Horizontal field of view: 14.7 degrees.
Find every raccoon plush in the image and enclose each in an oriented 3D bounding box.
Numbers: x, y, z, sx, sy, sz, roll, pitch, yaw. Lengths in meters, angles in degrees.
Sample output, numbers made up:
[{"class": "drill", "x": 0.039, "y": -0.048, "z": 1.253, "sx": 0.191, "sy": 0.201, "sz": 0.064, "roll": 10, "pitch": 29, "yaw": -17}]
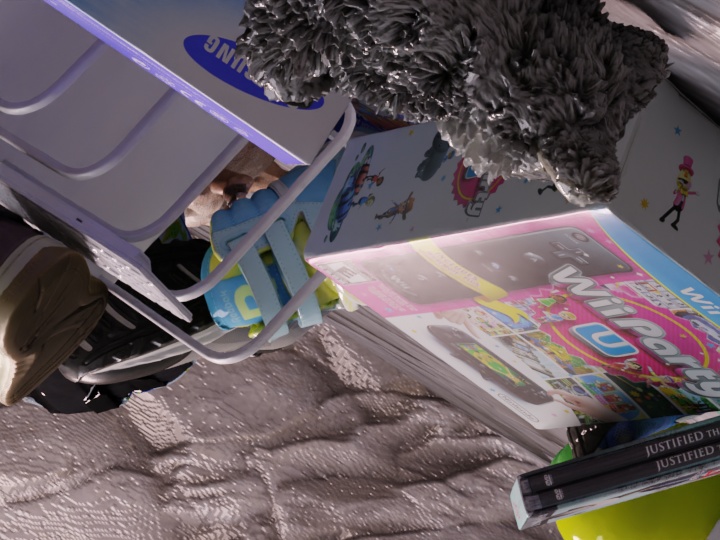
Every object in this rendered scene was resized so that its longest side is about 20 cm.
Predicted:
[{"class": "raccoon plush", "x": 0.033, "y": -0.088, "z": 0.916, "sx": 0.134, "sy": 0.097, "sz": 0.200, "roll": 24, "pitch": 173, "yaw": 12}]

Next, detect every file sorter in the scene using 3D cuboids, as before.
[{"class": "file sorter", "x": -0.094, "y": -0.076, "z": 1.267, "sx": 0.124, "sy": 0.139, "sz": 0.200, "roll": 31, "pitch": 164, "yaw": 44}]

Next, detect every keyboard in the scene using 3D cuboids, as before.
[{"class": "keyboard", "x": -0.155, "y": -0.032, "z": 1.258, "sx": 0.200, "sy": 0.011, "sz": 0.056, "roll": 31, "pitch": 163, "yaw": 34}]

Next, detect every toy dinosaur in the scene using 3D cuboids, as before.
[{"class": "toy dinosaur", "x": -0.094, "y": -0.077, "z": 1.643, "sx": 0.135, "sy": 0.200, "sz": 0.086, "roll": 37, "pitch": 137, "yaw": 18}]

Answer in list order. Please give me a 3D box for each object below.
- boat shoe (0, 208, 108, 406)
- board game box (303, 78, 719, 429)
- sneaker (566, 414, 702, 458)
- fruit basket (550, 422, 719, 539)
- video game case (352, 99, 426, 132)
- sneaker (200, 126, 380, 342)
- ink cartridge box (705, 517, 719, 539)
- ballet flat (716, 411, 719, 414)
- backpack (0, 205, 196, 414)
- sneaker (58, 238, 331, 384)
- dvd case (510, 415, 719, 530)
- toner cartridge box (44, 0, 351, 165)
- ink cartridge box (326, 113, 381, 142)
[{"class": "boat shoe", "x": -0.163, "y": 0.010, "z": 1.280, "sx": 0.066, "sy": 0.072, "sz": 0.201, "roll": 42, "pitch": 169, "yaw": 5}, {"class": "board game box", "x": 0.094, "y": -0.003, "z": 1.132, "sx": 0.147, "sy": 0.064, "sz": 0.200, "roll": 35, "pitch": 154, "yaw": -27}, {"class": "sneaker", "x": 0.143, "y": 0.039, "z": 1.332, "sx": 0.200, "sy": 0.089, "sz": 0.079, "roll": -33, "pitch": -72, "yaw": -69}, {"class": "fruit basket", "x": 0.183, "y": 0.136, "z": 1.441, "sx": 0.215, "sy": 0.216, "sz": 0.156, "roll": 33, "pitch": 175, "yaw": -3}, {"class": "video game case", "x": 0.012, "y": -0.095, "z": 1.319, "sx": 0.182, "sy": 0.024, "sz": 0.200, "roll": 36, "pitch": 175, "yaw": -25}, {"class": "sneaker", "x": 0.000, "y": 0.000, "z": 1.343, "sx": 0.200, "sy": 0.130, "sz": 0.080, "roll": 21, "pitch": 136, "yaw": 59}, {"class": "ink cartridge box", "x": 0.242, "y": 0.163, "z": 1.350, "sx": 0.148, "sy": 0.200, "sz": 0.086, "roll": 35, "pitch": 175, "yaw": -19}, {"class": "ballet flat", "x": 0.161, "y": 0.014, "z": 1.257, "sx": 0.200, "sy": 0.067, "sz": 0.067, "roll": 37, "pitch": 143, "yaw": -29}, {"class": "backpack", "x": -0.160, "y": -0.010, "z": 1.504, "sx": 0.154, "sy": 0.163, "sz": 0.200, "roll": -99, "pitch": -16, "yaw": -56}, {"class": "sneaker", "x": -0.071, "y": 0.020, "z": 1.453, "sx": 0.074, "sy": 0.200, "sz": 0.079, "roll": 41, "pitch": 140, "yaw": 35}, {"class": "dvd case", "x": 0.163, "y": 0.074, "z": 1.204, "sx": 0.146, "sy": 0.200, "sz": 0.022, "roll": 80, "pitch": 175, "yaw": -82}, {"class": "toner cartridge box", "x": -0.080, "y": -0.135, "z": 1.103, "sx": 0.200, "sy": 0.095, "sz": 0.043, "roll": 33, "pitch": 175, "yaw": -12}, {"class": "ink cartridge box", "x": 0.017, "y": -0.052, "z": 1.580, "sx": 0.094, "sy": 0.044, "sz": 0.200, "roll": 30, "pitch": 174, "yaw": 14}]
